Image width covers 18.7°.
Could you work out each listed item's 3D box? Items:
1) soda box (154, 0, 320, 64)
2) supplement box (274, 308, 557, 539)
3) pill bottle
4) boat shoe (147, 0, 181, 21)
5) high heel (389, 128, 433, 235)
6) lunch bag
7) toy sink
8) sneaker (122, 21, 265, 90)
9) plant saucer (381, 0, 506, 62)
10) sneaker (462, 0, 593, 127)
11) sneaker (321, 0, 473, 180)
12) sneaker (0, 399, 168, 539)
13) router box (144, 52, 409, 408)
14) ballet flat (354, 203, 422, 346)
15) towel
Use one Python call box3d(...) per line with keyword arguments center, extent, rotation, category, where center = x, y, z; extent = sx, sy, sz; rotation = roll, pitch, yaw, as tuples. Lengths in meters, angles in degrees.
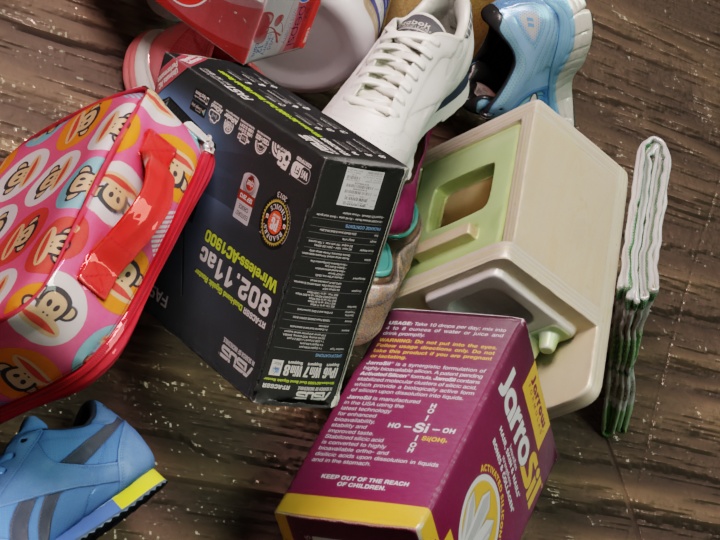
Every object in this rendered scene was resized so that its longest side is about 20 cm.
box3d(center=(-0.115, -0.213, 1.385), extent=(0.200, 0.070, 0.063), rotation=(38, 34, 23), category="soda box")
box3d(center=(0.041, 0.138, 1.405), extent=(0.200, 0.103, 0.131), rotation=(-60, 143, -43), category="supplement box")
box3d(center=(-0.026, -0.231, 1.531), extent=(0.116, 0.116, 0.200), rotation=(41, 46, -27), category="pill bottle")
box3d(center=(-0.107, -0.252, 1.492), extent=(0.057, 0.069, 0.200), rotation=(25, 53, -39), category="boat shoe")
box3d(center=(0.014, -0.088, 1.485), extent=(0.200, 0.067, 0.096), rotation=(-74, 175, -71), category="high heel")
box3d(center=(-0.165, -0.013, 1.229), extent=(0.082, 0.176, 0.200), rotation=(44, 45, -23), category="lunch bag")
box3d(center=(0.096, 0.000, 1.543), extent=(0.112, 0.130, 0.200), rotation=(36, 50, -31), category="toy sink")
box3d(center=(-0.077, -0.076, 1.424), extent=(0.200, 0.087, 0.074), rotation=(59, 41, -9), category="sneaker")
box3d(center=(0.099, -0.201, 1.604), extent=(0.035, 0.200, 0.200), rotation=(39, 30, 30), category="plant saucer")
box3d(center=(0.107, -0.128, 1.609), extent=(0.090, 0.200, 0.078), rotation=(-15, 42, -23), category="sneaker")
box3d(center=(0.019, -0.119, 1.439), extent=(0.076, 0.081, 0.200), rotation=(23, 42, 10), category="sneaker")
box3d(center=(-0.194, 0.135, 1.221), extent=(0.078, 0.066, 0.200), rotation=(53, 40, 3), category="sneaker")
box3d(center=(-0.067, -0.027, 1.289), extent=(0.062, 0.200, 0.150), rotation=(5, 109, -36), category="router box")
box3d(center=(0.000, 0.000, 1.479), extent=(0.200, 0.068, 0.067), rotation=(-60, 162, -70), category="ballet flat")
box3d(center=(0.208, 0.015, 1.636), extent=(0.200, 0.031, 0.149), rotation=(87, 14, -55), category="towel")
